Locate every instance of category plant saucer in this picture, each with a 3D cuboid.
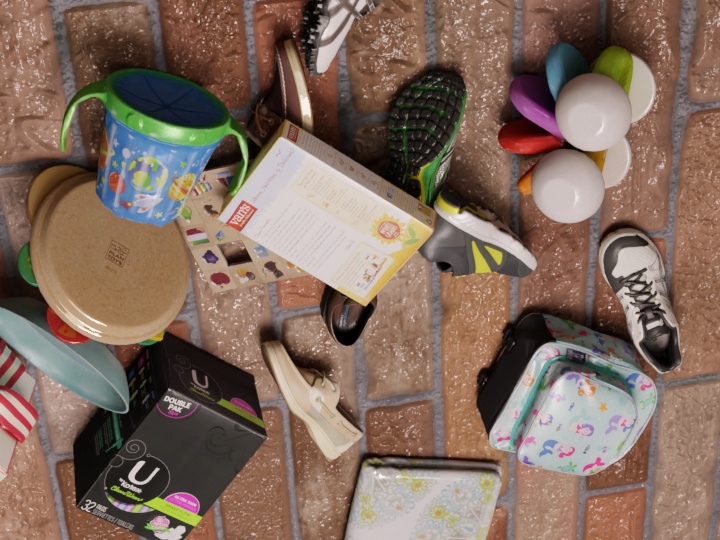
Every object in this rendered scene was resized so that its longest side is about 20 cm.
[{"bbox_3d":[-0.334,0.087,1.657,0.200,0.199,0.036,48,66,-31],"label":"plant saucer"}]

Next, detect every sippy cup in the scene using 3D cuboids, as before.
[{"bbox_3d":[-0.218,-0.124,1.554,0.177,0.139,0.131,30,118,17],"label":"sippy cup"}]

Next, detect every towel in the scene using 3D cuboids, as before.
[{"bbox_3d":[0.082,0.325,1.955,0.198,0.048,0.173,4,117,-14],"label":"towel"}]

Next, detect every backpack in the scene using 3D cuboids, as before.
[{"bbox_3d":[0.268,0.163,1.839,0.198,0.151,0.179,14,116,-25],"label":"backpack"}]

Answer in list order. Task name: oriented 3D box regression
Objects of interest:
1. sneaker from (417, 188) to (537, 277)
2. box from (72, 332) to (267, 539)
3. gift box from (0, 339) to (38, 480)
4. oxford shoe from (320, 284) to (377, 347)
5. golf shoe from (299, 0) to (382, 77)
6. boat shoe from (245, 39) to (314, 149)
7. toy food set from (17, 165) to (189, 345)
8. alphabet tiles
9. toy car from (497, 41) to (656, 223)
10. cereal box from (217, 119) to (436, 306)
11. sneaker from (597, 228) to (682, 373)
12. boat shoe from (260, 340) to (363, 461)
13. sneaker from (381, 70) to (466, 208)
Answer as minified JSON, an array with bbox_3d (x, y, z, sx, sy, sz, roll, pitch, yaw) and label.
[{"bbox_3d":[0.128,-0.028,1.706,0.085,0.075,0.199,-48,138,12],"label":"sneaker"},{"bbox_3d":[-0.230,0.204,1.763,0.148,0.125,0.200,30,111,-28],"label":"box"},{"bbox_3d":[-0.481,0.149,1.642,0.186,0.201,0.184,-36,121,25],"label":"gift box"},{"bbox_3d":[0.000,0.000,1.712,0.072,0.085,0.202,1,120,-10],"label":"oxford shoe"},{"bbox_3d":[-0.004,-0.288,1.536,0.094,0.078,0.201,9,120,-18],"label":"golf shoe"},{"bbox_3d":[-0.089,-0.155,1.606,0.071,0.072,0.201,-7,130,-7],"label":"boat shoe"},{"bbox_3d":[-0.276,-0.011,1.601,0.199,0.200,0.048,16,154,-33],"label":"toy food set"},{"bbox_3d":[-0.109,-0.054,1.654,0.198,0.008,0.168,-10,128,19],"label":"alphabet tiles"},{"bbox_3d":[0.229,-0.163,1.635,0.149,0.175,0.202,25,120,16],"label":"toy car"},{"bbox_3d":[-0.037,-0.060,1.602,0.199,0.040,0.144,31,129,-15],"label":"cereal box"},{"bbox_3d":[0.354,0.039,1.810,0.075,0.088,0.201,-26,122,7],"label":"sneaker"},{"bbox_3d":[-0.058,0.150,1.803,0.065,0.072,0.201,-32,125,-2],"label":"boat shoe"},{"bbox_3d":[0.068,-0.131,1.661,0.078,0.085,0.202,27,106,19],"label":"sneaker"}]
